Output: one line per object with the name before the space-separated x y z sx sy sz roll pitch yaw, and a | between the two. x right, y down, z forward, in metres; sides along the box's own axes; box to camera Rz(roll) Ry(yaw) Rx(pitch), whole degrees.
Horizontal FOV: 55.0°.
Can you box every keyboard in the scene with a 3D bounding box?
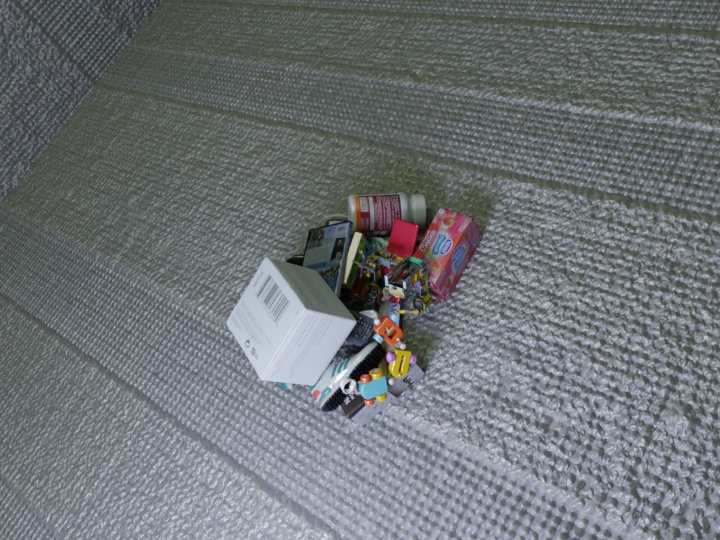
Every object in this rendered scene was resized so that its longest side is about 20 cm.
keyboard | -0.041 0.096 1.637 0.198 0.021 0.128 20 65 31

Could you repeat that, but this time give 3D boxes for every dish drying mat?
dish drying mat | 0.093 -0.024 1.720 0.076 0.018 0.203 21 104 31

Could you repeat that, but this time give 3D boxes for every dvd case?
dvd case | -0.091 -0.019 1.685 0.142 0.017 0.202 -10 61 40

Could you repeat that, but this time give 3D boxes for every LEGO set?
LEGO set | 0.070 0.038 1.632 0.198 0.155 0.116 25 43 26

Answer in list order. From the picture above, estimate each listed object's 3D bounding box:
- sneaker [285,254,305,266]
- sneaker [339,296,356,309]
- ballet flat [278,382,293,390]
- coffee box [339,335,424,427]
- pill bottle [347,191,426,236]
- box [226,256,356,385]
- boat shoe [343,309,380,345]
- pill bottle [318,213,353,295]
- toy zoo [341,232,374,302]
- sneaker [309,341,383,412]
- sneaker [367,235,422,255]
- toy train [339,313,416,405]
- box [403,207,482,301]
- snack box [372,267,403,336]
sneaker | -0.161 -0.019 1.839 0.199 0.076 0.088 -22 22 51
sneaker | -0.109 0.082 1.724 0.197 0.076 0.092 -10 59 3
ballet flat | -0.219 0.232 1.804 0.072 0.072 0.200 -47 49 -5
coffee box | 0.035 0.254 1.625 0.200 0.080 0.113 -41 50 1
pill bottle | 0.068 -0.149 1.812 0.197 0.110 0.111 -3 53 -6
box | -0.158 0.116 1.556 0.201 0.170 0.199 -56 49 17
boat shoe | -0.042 0.145 1.689 0.198 0.070 0.071 -24 65 -7
pill bottle | -0.063 -0.042 1.857 0.114 0.116 0.202 -13 54 22
toy zoo | 0.000 0.000 1.740 0.020 0.200 0.133 14 75 19
sneaker | -0.040 0.224 1.588 0.200 0.070 0.093 -47 54 -1
sneaker | 0.101 -0.058 1.808 0.091 0.079 0.199 -22 23 -37
toy train | 0.038 0.195 1.528 0.201 0.150 0.056 -54 28 -3
box | 0.206 -0.041 1.710 0.099 0.096 0.201 20 71 36
snack box | 0.073 0.076 1.759 0.071 0.024 0.202 -11 55 23
